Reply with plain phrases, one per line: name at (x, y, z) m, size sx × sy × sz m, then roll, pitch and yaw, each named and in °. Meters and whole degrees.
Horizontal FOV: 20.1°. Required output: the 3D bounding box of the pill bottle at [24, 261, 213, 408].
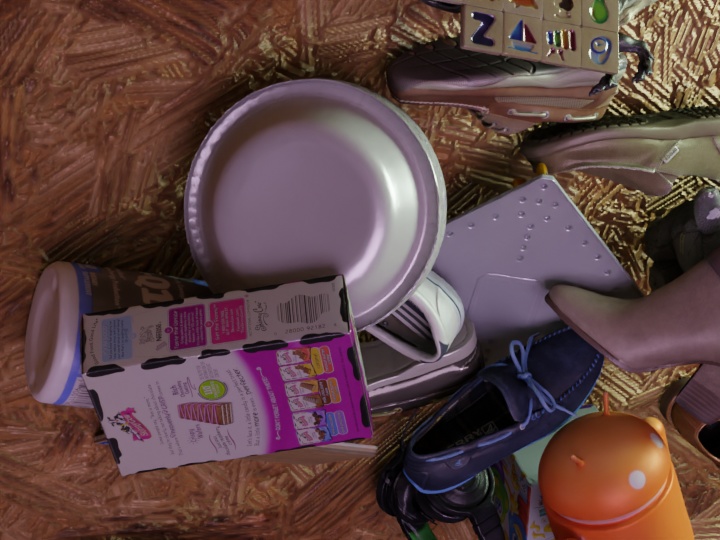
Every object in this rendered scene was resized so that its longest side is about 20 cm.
pill bottle at (-0.159, 0.060, 1.628) m, size 0.200 × 0.114 × 0.114 m, roll 8°, pitch 118°, yaw -23°

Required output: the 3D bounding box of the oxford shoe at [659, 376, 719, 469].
oxford shoe at (0.363, 0.172, 1.902) m, size 0.200 × 0.071 × 0.071 m, roll 27°, pitch 108°, yaw -32°

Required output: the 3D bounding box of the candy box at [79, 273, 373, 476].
candy box at (-0.098, 0.080, 1.523) m, size 0.199 × 0.061 × 0.137 m, roll -9°, pitch 140°, yaw 1°

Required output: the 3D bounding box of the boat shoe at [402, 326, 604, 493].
boat shoe at (0.123, 0.114, 1.680) m, size 0.200 × 0.084 × 0.069 m, roll -42°, pitch 153°, yaw -11°

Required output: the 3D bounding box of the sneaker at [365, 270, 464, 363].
sneaker at (0.000, 0.000, 1.638) m, size 0.200 × 0.071 × 0.073 m, roll 33°, pitch 119°, yaw -9°

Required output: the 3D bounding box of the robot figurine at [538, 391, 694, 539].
robot figurine at (0.215, 0.203, 1.716) m, size 0.144 × 0.117 × 0.200 m, roll -24°, pitch 124°, yaw -5°

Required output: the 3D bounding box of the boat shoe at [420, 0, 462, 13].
boat shoe at (0.074, -0.228, 1.556) m, size 0.200 × 0.066 × 0.072 m, roll 14°, pitch 113°, yaw -26°

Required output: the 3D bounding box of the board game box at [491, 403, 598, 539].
board game box at (0.178, 0.239, 1.859) m, size 0.105 × 0.103 × 0.200 m, roll -8°, pitch 122°, yaw -15°

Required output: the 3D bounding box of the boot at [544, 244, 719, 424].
boot at (0.271, 0.028, 1.659) m, size 0.200 × 0.070 × 0.146 m, roll 35°, pitch 112°, yaw -4°

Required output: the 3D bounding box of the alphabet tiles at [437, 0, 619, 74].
alphabet tiles at (0.107, -0.241, 1.528) m, size 0.200 × 0.008 × 0.168 m, roll 7°, pitch 76°, yaw -22°

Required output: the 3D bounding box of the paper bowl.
paper bowl at (-0.037, -0.047, 1.555) m, size 0.200 × 0.104 × 0.201 m, roll 1°, pitch 95°, yaw 8°

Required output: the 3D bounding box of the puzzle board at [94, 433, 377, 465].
puzzle board at (-0.106, 0.142, 1.696) m, size 0.200 × 0.151 × 0.017 m, roll 9°, pitch 79°, yaw -23°

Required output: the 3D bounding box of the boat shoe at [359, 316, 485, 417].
boat shoe at (0.007, 0.096, 1.719) m, size 0.201 × 0.072 × 0.060 m, roll -16°, pitch 129°, yaw 8°

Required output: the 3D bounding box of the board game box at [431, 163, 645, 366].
board game box at (0.121, 0.018, 1.714) m, size 0.200 × 0.026 × 0.200 m, roll -26°, pitch 128°, yaw 22°

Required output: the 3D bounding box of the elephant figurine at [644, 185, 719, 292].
elephant figurine at (0.356, -0.022, 1.754) m, size 0.200 × 0.155 × 0.142 m, roll -15°, pitch 96°, yaw -19°

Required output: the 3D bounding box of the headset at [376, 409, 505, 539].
headset at (0.052, 0.193, 1.783) m, size 0.094 × 0.123 × 0.200 m, roll -28°, pitch 98°, yaw -32°

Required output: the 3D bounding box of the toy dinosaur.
toy dinosaur at (0.191, -0.186, 1.584) m, size 0.200 × 0.047 × 0.088 m, roll -20°, pitch 87°, yaw -28°

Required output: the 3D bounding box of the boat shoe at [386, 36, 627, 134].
boat shoe at (0.117, -0.142, 1.622) m, size 0.199 × 0.076 × 0.072 m, roll -3°, pitch 124°, yaw -15°

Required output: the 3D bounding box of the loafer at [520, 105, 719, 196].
loafer at (0.229, -0.094, 1.680) m, size 0.199 × 0.076 × 0.068 m, roll -6°, pitch 102°, yaw -15°
